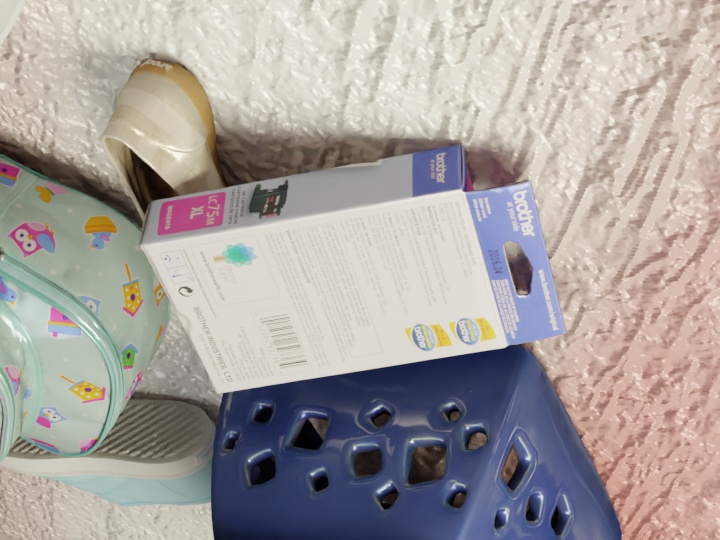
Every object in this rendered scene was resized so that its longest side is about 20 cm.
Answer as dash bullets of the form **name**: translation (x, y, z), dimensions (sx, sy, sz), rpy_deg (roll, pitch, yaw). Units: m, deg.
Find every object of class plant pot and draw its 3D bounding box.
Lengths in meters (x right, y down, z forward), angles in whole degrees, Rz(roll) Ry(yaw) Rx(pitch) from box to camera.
- **plant pot**: translation (0.020, 0.168, 0.908), dimensions (0.198, 0.181, 0.201), rpy_deg (0, 139, 29)

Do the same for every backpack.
- **backpack**: translation (-0.217, 0.023, 0.913), dimensions (0.198, 0.154, 0.177), rpy_deg (18, 138, 0)

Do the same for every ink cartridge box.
- **ink cartridge box**: translation (0.000, 0.000, 0.811), dimensions (0.198, 0.042, 0.120), rpy_deg (-8, 135, 13)

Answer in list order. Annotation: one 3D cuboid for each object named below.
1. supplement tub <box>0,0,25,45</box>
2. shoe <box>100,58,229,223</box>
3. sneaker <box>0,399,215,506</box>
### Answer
- **supplement tub**: translation (-0.260, -0.162, 0.733), dimensions (0.199, 0.123, 0.123), rpy_deg (31, 143, -7)
- **shoe**: translation (-0.094, -0.023, 0.859), dimensions (0.069, 0.054, 0.201), rpy_deg (6, 139, 25)
- **sneaker**: translation (-0.184, 0.132, 1.085), dimensions (0.198, 0.074, 0.082), rpy_deg (8, 137, 25)
